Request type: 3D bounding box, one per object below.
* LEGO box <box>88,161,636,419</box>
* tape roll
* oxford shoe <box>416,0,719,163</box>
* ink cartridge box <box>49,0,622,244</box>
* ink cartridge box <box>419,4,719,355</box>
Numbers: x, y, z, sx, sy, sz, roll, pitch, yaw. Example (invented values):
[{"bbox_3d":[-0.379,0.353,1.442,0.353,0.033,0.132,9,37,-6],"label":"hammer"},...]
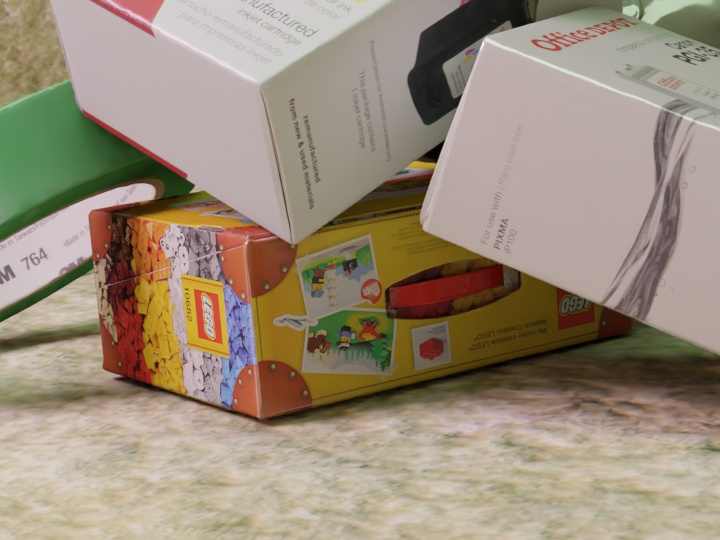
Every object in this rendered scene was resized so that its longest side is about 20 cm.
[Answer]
[{"bbox_3d":[0.000,0.000,0.906,0.200,0.077,0.149,-11,12,-32],"label":"LEGO box"},{"bbox_3d":[-0.168,-0.022,0.945,0.200,0.048,0.200,-32,-6,-4],"label":"tape roll"},{"bbox_3d":[0.096,-0.083,0.893,0.200,0.075,0.058,-8,2,10],"label":"oxford shoe"},{"bbox_3d":[-0.008,-0.119,0.847,0.200,0.083,0.146,-36,47,-27],"label":"ink cartridge box"},{"bbox_3d":[0.144,-0.027,0.771,0.200,0.083,0.146,24,20,18],"label":"ink cartridge box"}]
